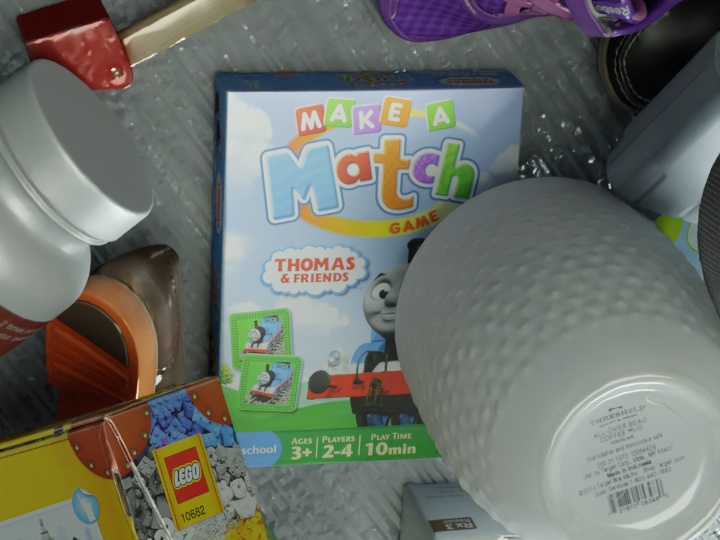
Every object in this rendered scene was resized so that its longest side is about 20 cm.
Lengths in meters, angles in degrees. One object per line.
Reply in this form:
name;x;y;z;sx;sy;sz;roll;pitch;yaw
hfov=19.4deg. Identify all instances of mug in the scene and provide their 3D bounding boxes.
mug;0.128;0.051;0.968;0.199;0.175;0.148;-5;111;-8

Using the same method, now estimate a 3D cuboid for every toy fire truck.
toy fire truck;-0.069;-0.171;0.973;0.199;0.049;0.142;-15;114;-8

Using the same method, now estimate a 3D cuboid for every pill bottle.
pill bottle;-0.196;-0.004;0.953;0.200;0.112;0.112;-34;115;15

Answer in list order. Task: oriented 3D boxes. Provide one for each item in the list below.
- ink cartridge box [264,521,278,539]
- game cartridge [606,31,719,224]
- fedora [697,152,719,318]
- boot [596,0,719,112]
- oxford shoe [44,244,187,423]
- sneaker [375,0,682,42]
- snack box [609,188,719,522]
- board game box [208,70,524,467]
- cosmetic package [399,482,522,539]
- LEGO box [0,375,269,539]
ink cartridge box;-0.112;0.220;1.061;0.200;0.146;0.048;-33;123;1
game cartridge;0.232;-0.049;0.985;0.199;0.041;0.133;15;148;-14
fedora;0.215;-0.001;0.890;0.200;0.090;0.177;38;61;-26
boot;0.219;-0.129;0.999;0.199;0.151;0.073;-25;107;-4
oxford shoe;-0.115;0.077;1.048;0.071;0.073;0.201;26;129;17
sneaker;0.097;-0.144;0.973;0.199;0.089;0.081;-17;140;20
snack box;0.210;0.004;1.098;0.200;0.068;0.169;-39;113;2
board game box;0.000;0.000;1.063;0.151;0.037;0.201;-2;110;-12
cosmetic package;0.072;0.217;1.147;0.101;0.074;0.201;0;109;-14
LEGO box;-0.137;0.147;0.978;0.077;0.200;0.150;-17;90;-51
